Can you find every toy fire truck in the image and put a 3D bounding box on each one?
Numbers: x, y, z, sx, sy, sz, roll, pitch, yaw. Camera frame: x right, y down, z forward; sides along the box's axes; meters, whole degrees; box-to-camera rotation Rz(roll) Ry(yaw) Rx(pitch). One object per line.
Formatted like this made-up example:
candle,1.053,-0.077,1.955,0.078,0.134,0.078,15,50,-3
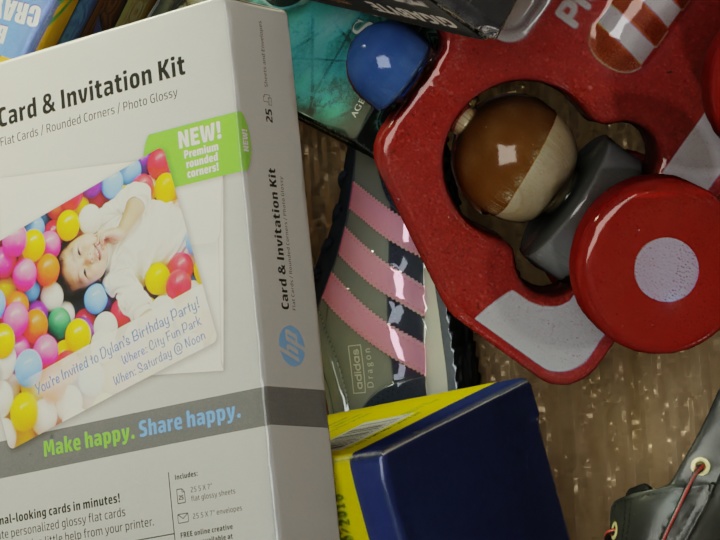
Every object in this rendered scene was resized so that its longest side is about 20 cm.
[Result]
toy fire truck,0.088,-0.069,1.120,0.168,0.112,0.200,36,94,-8

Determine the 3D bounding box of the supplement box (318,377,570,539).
supplement box,-0.028,0.120,1.123,0.199,0.109,0.110,-12,95,35

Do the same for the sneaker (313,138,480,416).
sneaker,0.000,0.000,1.188,0.081,0.070,0.201,-7,81,13

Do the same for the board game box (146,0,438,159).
board game box,0.009,-0.155,1.185,0.135,0.028,0.201,27,85,40

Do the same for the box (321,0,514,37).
box,0.027,-0.192,1.097,0.200,0.050,0.199,18,80,58

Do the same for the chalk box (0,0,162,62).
chalk box,-0.166,-0.091,1.215,0.124,0.124,0.201,27,92,17

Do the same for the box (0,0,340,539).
box,-0.087,0.017,1.069,0.155,0.041,0.201,-12,77,35

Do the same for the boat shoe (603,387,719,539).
boat shoe,0.126,0.109,1.143,0.063,0.074,0.202,34,90,18
